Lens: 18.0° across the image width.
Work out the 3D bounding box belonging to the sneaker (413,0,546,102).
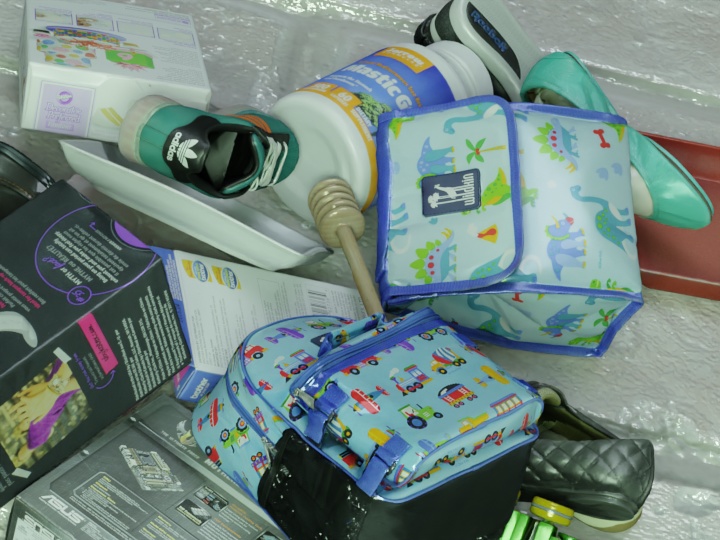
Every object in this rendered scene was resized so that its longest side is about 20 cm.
[{"bbox_3d":[0.125,-0.146,1.981,0.073,0.112,0.201,-40,98,-32],"label":"sneaker"}]

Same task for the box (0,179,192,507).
[{"bbox_3d":[-0.229,0.054,1.500,0.200,0.106,0.122,-36,50,-23],"label":"box"}]

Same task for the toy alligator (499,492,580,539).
[{"bbox_3d":[0.132,0.192,1.580,0.199,0.060,0.054,21,-4,5],"label":"toy alligator"}]

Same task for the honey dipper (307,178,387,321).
[{"bbox_3d":[0.000,0.000,1.703,0.038,0.038,0.200,2,35,-19],"label":"honey dipper"}]

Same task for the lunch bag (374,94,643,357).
[{"bbox_3d":[0.109,-0.038,1.761,0.198,0.128,0.171,6,60,-12],"label":"lunch bag"}]

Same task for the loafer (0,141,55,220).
[{"bbox_3d":[-0.299,-0.056,1.680,0.199,0.073,0.072,12,51,37],"label":"loafer"}]

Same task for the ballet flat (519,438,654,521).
[{"bbox_3d":[0.112,0.130,1.610,0.199,0.067,0.057,12,65,19],"label":"ballet flat"}]

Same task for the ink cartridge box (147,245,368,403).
[{"bbox_3d":[-0.074,0.050,1.645,0.199,0.042,0.120,15,40,-28],"label":"ink cartridge box"}]

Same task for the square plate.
[{"bbox_3d":[-0.122,-0.046,1.715,0.199,0.029,0.198,25,4,4],"label":"square plate"}]

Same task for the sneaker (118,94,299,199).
[{"bbox_3d":[-0.095,-0.083,1.715,0.080,0.072,0.200,28,13,29],"label":"sneaker"}]

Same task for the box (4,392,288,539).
[{"bbox_3d":[-0.108,0.182,1.497,0.199,0.049,0.158,33,39,19],"label":"box"}]

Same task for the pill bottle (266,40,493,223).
[{"bbox_3d":[0.020,-0.122,1.872,0.112,0.113,0.200,36,42,22],"label":"pill bottle"}]

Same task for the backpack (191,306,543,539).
[{"bbox_3d":[-0.004,0.097,1.501,0.182,0.135,0.200,-17,46,-42],"label":"backpack"}]

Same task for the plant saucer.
[{"bbox_3d":[0.310,-0.034,1.941,0.198,0.037,0.201,10,37,-9],"label":"plant saucer"}]

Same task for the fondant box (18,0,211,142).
[{"bbox_3d":[-0.202,-0.163,1.837,0.143,0.059,0.200,8,21,-12],"label":"fondant box"}]

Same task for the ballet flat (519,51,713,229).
[{"bbox_3d":[0.203,-0.094,1.889,0.070,0.067,0.200,-35,73,-22],"label":"ballet flat"}]

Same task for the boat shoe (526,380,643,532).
[{"bbox_3d":[0.126,0.112,1.662,0.200,0.066,0.072,33,40,19],"label":"boat shoe"}]

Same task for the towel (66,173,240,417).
[{"bbox_3d":[-0.192,0.016,1.683,0.190,0.032,0.200,31,39,18],"label":"towel"}]
